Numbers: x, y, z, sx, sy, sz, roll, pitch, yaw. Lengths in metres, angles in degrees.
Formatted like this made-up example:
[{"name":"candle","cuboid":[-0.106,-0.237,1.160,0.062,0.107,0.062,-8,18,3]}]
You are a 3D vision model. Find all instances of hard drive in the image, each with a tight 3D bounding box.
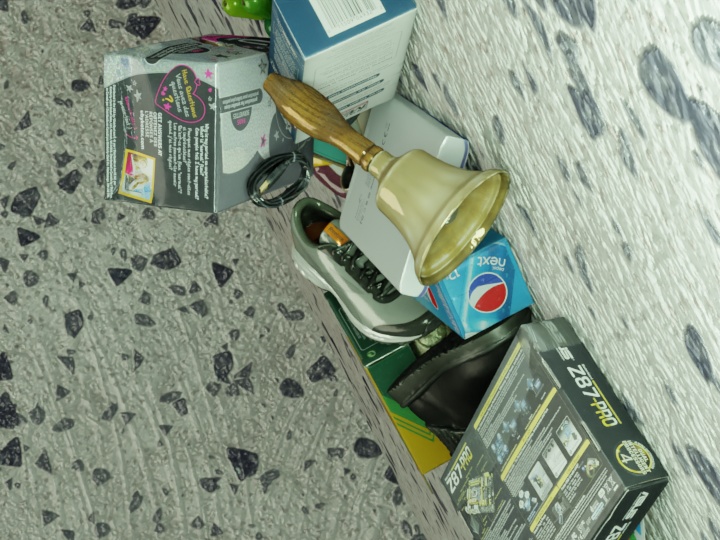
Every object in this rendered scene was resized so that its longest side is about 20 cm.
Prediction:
[{"name":"hard drive","cuboid":[0.033,-0.069,1.514,0.200,0.025,0.132,-132,56,-68]}]

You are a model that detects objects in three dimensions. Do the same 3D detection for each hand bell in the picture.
[{"name":"hand bell","cuboid":[0.005,-0.089,1.356,0.200,0.104,0.104,39,165,19]}]

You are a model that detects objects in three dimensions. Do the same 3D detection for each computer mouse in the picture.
[{"name":"computer mouse","cuboid":[-0.035,-0.128,1.556,0.059,0.200,0.034,46,147,-24]}]

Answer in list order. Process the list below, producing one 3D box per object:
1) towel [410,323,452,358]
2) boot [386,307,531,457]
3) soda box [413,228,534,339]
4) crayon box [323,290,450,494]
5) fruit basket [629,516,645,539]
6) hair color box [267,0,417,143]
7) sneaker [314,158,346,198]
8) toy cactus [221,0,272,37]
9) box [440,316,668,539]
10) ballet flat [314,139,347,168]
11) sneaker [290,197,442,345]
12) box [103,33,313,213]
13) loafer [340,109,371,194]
[{"name":"towel","cuboid":[0.055,0.050,1.783,0.200,0.036,0.149,59,174,43]},{"name":"boot","cuboid":[0.127,0.118,1.553,0.158,0.079,0.211,47,151,-1]},{"name":"soda box","cuboid":[0.079,-0.004,1.539,0.064,0.068,0.200,65,173,-16]},{"name":"crayon box","cuboid":[0.039,0.113,1.799,0.200,0.051,0.126,64,177,-40]},{"name":"fruit basket","cuboid":[0.182,0.210,1.466,0.185,0.093,0.200,-123,13,-47]},{"name":"hair color box","cuboid":[-0.019,-0.177,1.448,0.061,0.100,0.200,63,169,12]},{"name":"sneaker","cuboid":[-0.042,-0.163,1.848,0.200,0.075,0.090,60,179,21]},{"name":"toy cactus","cuboid":[-0.059,-0.235,1.745,0.165,0.102,0.200,42,-170,-50]},{"name":"box","cuboid":[0.143,0.161,1.394,0.161,0.049,0.200,58,143,32]},{"name":"ballet flat","cuboid":[-0.068,-0.149,1.758,0.063,0.199,0.069,-69,2,-65]},{"name":"sneaker","cuboid":[0.000,0.000,1.689,0.200,0.074,0.079,36,158,34]},{"name":"box","cuboid":[-0.127,-0.135,1.578,0.200,0.114,0.133,-28,-57,-65]},{"name":"loafer","cuboid":[0.001,-0.102,1.681,0.072,0.063,0.201,-134,28,-56]}]
